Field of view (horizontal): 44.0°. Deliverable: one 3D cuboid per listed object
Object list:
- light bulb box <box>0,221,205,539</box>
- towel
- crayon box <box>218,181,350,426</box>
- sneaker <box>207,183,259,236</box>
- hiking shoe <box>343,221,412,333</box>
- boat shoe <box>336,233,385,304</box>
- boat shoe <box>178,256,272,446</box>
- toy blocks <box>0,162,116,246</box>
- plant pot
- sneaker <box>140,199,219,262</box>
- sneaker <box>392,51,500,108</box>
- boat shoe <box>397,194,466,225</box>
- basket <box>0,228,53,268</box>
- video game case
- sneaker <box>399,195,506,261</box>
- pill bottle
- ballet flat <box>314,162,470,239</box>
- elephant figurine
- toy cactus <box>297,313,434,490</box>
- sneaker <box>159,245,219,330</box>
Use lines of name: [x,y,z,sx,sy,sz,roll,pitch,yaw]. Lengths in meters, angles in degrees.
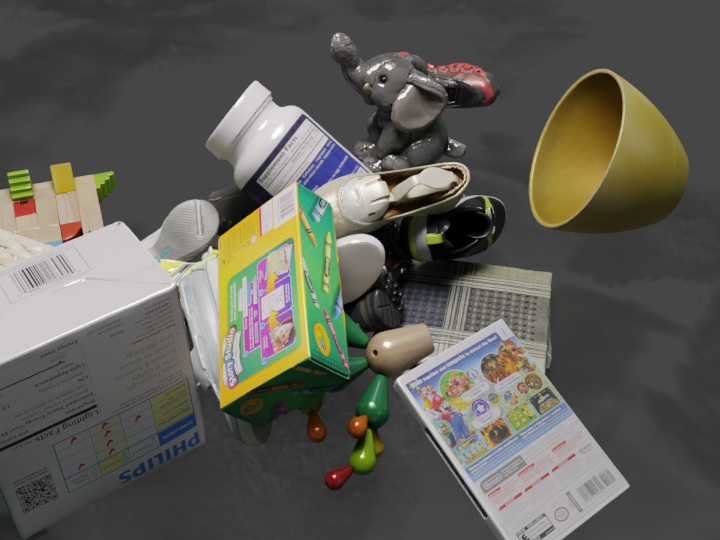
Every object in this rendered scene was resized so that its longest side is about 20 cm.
light bulb box: [-0.263,0.098,0.819,0.196,0.203,0.125,-24,43,-26]
towel: [0.119,0.058,1.004,0.195,0.035,0.194,6,37,11]
crayon box: [-0.078,0.031,0.857,0.118,0.058,0.203,-31,49,30]
sneaker: [-0.128,-0.035,1.094,0.104,0.075,0.202,-18,47,8]
hiking shoe: [0.000,0.000,1.021,0.099,0.076,0.201,-20,29,21]
boat shoe: [-0.054,0.012,0.963,0.072,0.199,0.069,36,32,-25]
boat shoe: [-0.143,0.088,0.913,0.070,0.070,0.204,-22,67,13]
toy blocks: [-0.386,-0.039,1.081,0.196,0.101,0.138,-12,52,-15]
plant pot: [0.323,-0.129,1.119,0.139,0.202,0.202,18,36,-18]
sneaker: [-0.247,-0.002,1.049,0.199,0.080,0.071,-36,87,-13]
sneaker: [0.112,-0.278,1.366,0.197,0.072,0.098,17,42,22]
boat shoe: [0.037,-0.079,1.135,0.196,0.073,0.066,-16,45,-5]
basket: [-0.389,0.043,0.946,0.196,0.125,0.136,15,41,19]
video game case: [0.141,0.155,0.836,0.141,0.018,0.201,-24,67,-28]
sneaker: [0.129,-0.044,1.047,0.082,0.073,0.198,0,13,42]
pill bottle: [-0.073,-0.112,1.014,0.199,0.116,0.116,41,43,-9]
ballet flat: [0.031,-0.085,0.953,0.197,0.062,0.069,-16,78,-27]
elephant figurine: [0.054,-0.233,1.209,0.140,0.203,0.155,25,45,28]
toy cactus: [-0.004,0.104,0.886,0.162,0.103,0.202,-20,53,-8]
sneaker: [-0.222,0.035,0.978,0.197,0.075,0.077,-20,74,-36]
